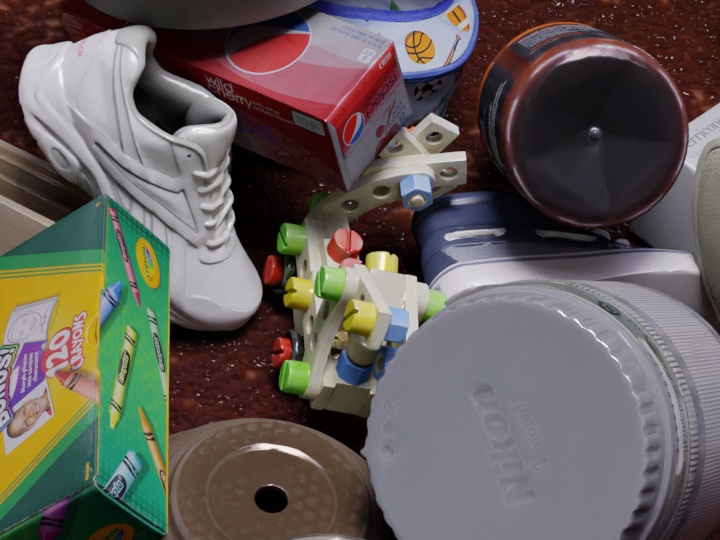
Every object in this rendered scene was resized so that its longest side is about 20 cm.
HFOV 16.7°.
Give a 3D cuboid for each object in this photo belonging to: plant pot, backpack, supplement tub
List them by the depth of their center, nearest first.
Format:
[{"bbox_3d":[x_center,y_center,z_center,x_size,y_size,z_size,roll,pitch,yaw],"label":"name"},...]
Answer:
[{"bbox_3d":[-0.052,0.144,1.256,0.200,0.093,0.201,5,49,-6],"label":"plant pot"},{"bbox_3d":[0.124,-0.090,1.425,0.107,0.107,0.200,8,10,-5],"label":"supplement tub"},{"bbox_3d":[-0.011,-0.170,1.512,0.199,0.154,0.191,0,57,-14],"label":"backpack"}]

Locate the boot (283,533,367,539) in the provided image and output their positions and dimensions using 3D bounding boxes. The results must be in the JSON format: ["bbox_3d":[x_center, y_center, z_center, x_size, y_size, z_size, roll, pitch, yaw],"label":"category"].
[{"bbox_3d":[0.017,0.231,1.157,0.073,0.200,0.151,-15,41,36],"label":"boot"}]

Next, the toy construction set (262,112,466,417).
[{"bbox_3d":[0.000,0.000,1.366,0.092,0.131,0.200,20,44,-9],"label":"toy construction set"}]

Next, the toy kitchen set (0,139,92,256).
[{"bbox_3d":[-0.198,-0.131,1.416,0.180,0.201,0.163,26,19,11],"label":"toy kitchen set"}]

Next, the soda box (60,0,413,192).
[{"bbox_3d":[-0.072,-0.119,1.388,0.200,0.064,0.070,24,62,28],"label":"soda box"}]

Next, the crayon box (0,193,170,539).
[{"bbox_3d":[-0.161,0.070,1.273,0.058,0.119,0.200,41,31,-37],"label":"crayon box"}]

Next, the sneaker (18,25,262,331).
[{"bbox_3d":[-0.101,-0.049,1.357,0.099,0.200,0.078,-19,31,29],"label":"sneaker"}]

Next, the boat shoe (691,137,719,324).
[{"bbox_3d":[0.240,0.012,1.386,0.067,0.201,0.072,-26,17,-24],"label":"boat shoe"}]

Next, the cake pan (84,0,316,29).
[{"bbox_3d":[-0.084,-0.195,1.380,0.199,0.037,0.201,-3,37,2],"label":"cake pan"}]

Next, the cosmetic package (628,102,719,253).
[{"bbox_3d":[0.275,-0.016,1.473,0.200,0.081,0.113,40,52,21],"label":"cosmetic package"}]

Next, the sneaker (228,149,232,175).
[{"bbox_3d":[-0.129,-0.132,1.494,0.070,0.080,0.201,-11,53,-23],"label":"sneaker"}]

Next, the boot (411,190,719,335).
[{"bbox_3d":[0.131,-0.007,1.442,0.199,0.073,0.091,3,44,-15],"label":"boot"}]

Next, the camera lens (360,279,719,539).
[{"bbox_3d":[0.106,0.085,1.252,0.160,0.160,0.200,35,12,19],"label":"camera lens"}]
